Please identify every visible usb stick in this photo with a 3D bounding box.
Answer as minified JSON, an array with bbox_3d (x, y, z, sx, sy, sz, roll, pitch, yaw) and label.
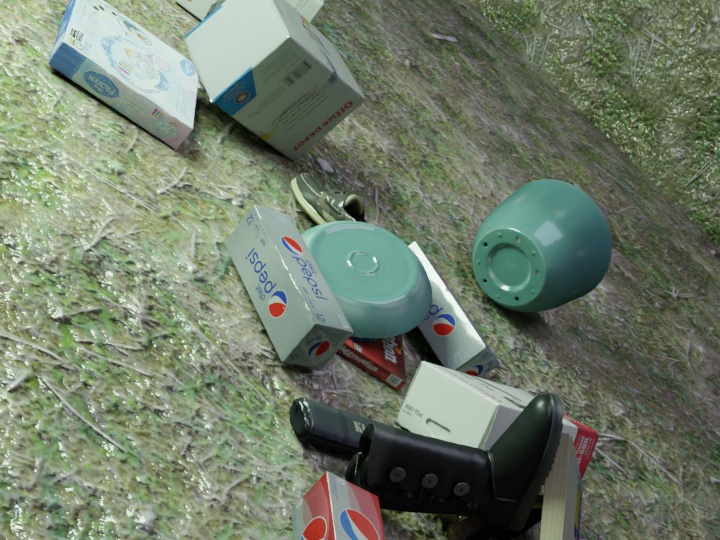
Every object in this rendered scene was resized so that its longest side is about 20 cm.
[{"bbox_3d":[0.003,0.186,1.511,0.199,0.033,0.056,23,29,-38],"label":"usb stick"}]

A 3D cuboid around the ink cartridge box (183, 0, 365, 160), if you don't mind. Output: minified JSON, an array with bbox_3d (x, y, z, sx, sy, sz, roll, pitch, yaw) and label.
[{"bbox_3d":[-0.122,-0.286,1.946,0.200,0.147,0.145,35,22,-50],"label":"ink cartridge box"}]

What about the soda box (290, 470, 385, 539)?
[{"bbox_3d":[-0.015,0.286,1.271,0.070,0.063,0.200,30,25,-26],"label":"soda box"}]

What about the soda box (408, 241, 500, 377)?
[{"bbox_3d":[0.107,0.060,1.833,0.200,0.063,0.068,57,6,32],"label":"soda box"}]

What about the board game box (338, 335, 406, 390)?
[{"bbox_3d":[0.010,0.066,1.749,0.103,0.019,0.200,34,24,-21],"label":"board game box"}]

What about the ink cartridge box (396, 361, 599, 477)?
[{"bbox_3d":[0.167,0.188,1.637,0.200,0.083,0.147,19,5,-43],"label":"ink cartridge box"}]

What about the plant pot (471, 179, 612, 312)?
[{"bbox_3d":[0.264,-0.025,2.102,0.201,0.201,0.161,47,37,12],"label":"plant pot"}]

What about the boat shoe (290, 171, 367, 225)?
[{"bbox_3d":[-0.023,-0.076,1.866,0.072,0.066,0.201,22,24,-51],"label":"boat shoe"}]

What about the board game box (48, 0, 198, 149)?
[{"bbox_3d":[-0.309,-0.272,1.805,0.199,0.043,0.200,33,25,-21],"label":"board game box"}]

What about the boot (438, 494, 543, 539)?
[{"bbox_3d":[0.151,0.258,1.567,0.200,0.075,0.097,3,47,-53],"label":"boot"}]

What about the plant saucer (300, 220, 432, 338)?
[{"bbox_3d":[0.000,0.000,1.719,0.199,0.036,0.201,10,44,-10],"label":"plant saucer"}]

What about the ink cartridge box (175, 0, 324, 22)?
[{"bbox_3d":[-0.176,-0.439,2.175,0.200,0.148,0.086,34,23,-16],"label":"ink cartridge box"}]

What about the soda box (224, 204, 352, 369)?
[{"bbox_3d":[-0.087,0.019,1.597,0.063,0.068,0.200,15,34,-44],"label":"soda box"}]

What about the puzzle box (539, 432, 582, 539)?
[{"bbox_3d":[0.225,0.275,1.514,0.200,0.025,0.134,64,31,-61],"label":"puzzle box"}]

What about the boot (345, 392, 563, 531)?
[{"bbox_3d":[0.098,0.188,1.434,0.199,0.166,0.066,14,16,-10],"label":"boot"}]
